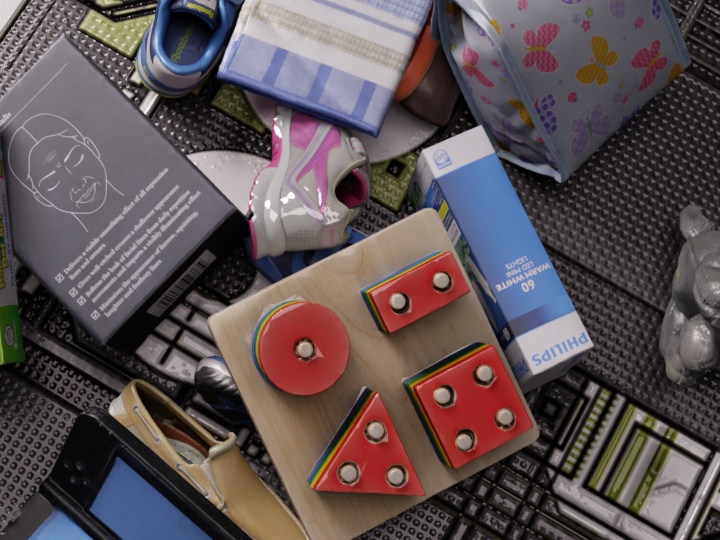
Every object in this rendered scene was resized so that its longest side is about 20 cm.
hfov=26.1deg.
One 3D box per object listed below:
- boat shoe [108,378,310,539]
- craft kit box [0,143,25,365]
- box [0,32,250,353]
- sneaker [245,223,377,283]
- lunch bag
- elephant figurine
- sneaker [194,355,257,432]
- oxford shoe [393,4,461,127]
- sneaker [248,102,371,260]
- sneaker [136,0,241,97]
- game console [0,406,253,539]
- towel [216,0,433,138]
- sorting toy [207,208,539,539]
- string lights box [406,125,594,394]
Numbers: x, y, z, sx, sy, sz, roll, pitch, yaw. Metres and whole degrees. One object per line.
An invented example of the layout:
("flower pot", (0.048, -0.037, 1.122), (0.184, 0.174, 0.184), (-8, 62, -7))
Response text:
("boat shoe", (-0.114, 0.160, 1.202), (0.199, 0.076, 0.072), (35, 31, 4))
("craft kit box", (-0.364, -0.017, 1.181), (0.198, 0.049, 0.199), (-7, 92, 11))
("box", (-0.208, -0.057, 1.236), (0.148, 0.107, 0.200), (-45, 83, -1))
("sneaker", (0.000, 0.000, 1.266), (0.199, 0.082, 0.074), (25, 75, 4))
("lunch bag", (0.156, -0.207, 1.277), (0.170, 0.200, 0.127), (-43, 39, -14))
("elephant figurine", (0.353, 0.051, 1.266), (0.198, 0.142, 0.156), (11, 101, -3))
("sneaker", (-0.035, 0.093, 1.247), (0.198, 0.076, 0.078), (12, 67, -12))
("oxford shoe", (0.086, -0.216, 1.352), (0.072, 0.071, 0.201), (36, 71, -22))
("sneaker", (-0.031, -0.082, 1.262), (0.087, 0.082, 0.201), (7, 49, 6))
("sneaker", (-0.126, -0.240, 1.288), (0.073, 0.082, 0.202), (17, 92, -11))
("game console", (-0.184, 0.235, 1.170), (0.200, 0.176, 0.116), (40, 46, 6))
("towel", (-0.020, -0.215, 1.275), (0.146, 0.024, 0.201), (19, 68, 3))
("sorting toy", (0.016, 0.084, 1.175), (0.198, 0.070, 0.201), (-26, 95, -9))
("string lights box", (0.111, -0.005, 1.266), (0.059, 0.103, 0.201), (-23, 77, -12))
